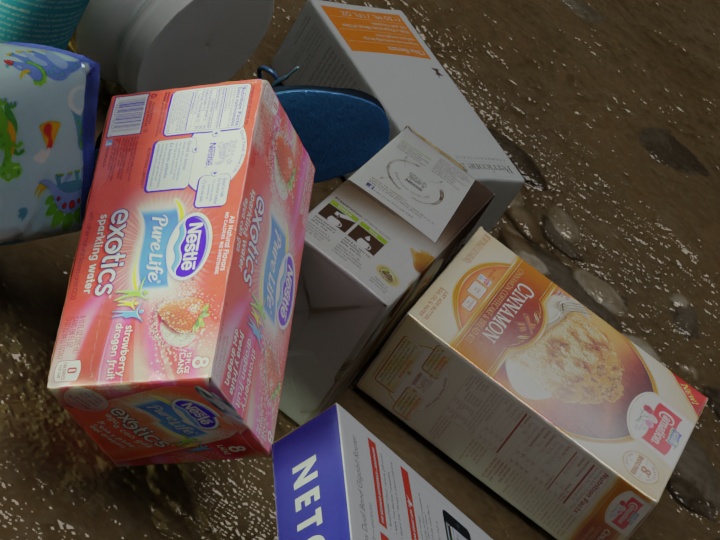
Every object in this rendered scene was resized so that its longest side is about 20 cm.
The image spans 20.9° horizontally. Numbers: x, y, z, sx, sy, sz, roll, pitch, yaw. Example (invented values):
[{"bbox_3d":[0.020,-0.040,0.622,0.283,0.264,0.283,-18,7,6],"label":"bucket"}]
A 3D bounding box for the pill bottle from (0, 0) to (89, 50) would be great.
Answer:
[{"bbox_3d":[-0.225,-0.187,1.237,0.110,0.200,0.111,23,34,-17],"label":"pill bottle"}]

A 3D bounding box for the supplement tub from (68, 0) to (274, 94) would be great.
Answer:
[{"bbox_3d":[-0.169,-0.224,1.388,0.200,0.145,0.144,48,35,21],"label":"supplement tub"}]

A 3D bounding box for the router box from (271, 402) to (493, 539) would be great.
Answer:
[{"bbox_3d":[0.031,0.196,1.041,0.179,0.049,0.201,43,24,-32],"label":"router box"}]

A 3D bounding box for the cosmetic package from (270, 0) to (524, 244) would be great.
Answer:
[{"bbox_3d":[0.026,-0.113,1.486,0.101,0.071,0.200,0,46,-42],"label":"cosmetic package"}]

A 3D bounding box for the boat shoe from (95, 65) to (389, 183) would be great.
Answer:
[{"bbox_3d":[-0.082,-0.101,1.318,0.199,0.085,0.069,-2,25,-13],"label":"boat shoe"}]

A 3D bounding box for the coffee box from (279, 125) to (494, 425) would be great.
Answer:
[{"bbox_3d":[0.000,0.000,1.273,0.080,0.115,0.200,37,33,5],"label":"coffee box"}]

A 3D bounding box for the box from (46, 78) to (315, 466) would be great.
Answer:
[{"bbox_3d":[-0.096,0.001,1.109,0.095,0.102,0.201,59,32,-51],"label":"box"}]

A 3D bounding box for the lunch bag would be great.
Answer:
[{"bbox_3d":[-0.276,-0.074,1.120,0.199,0.128,0.170,18,21,34],"label":"lunch bag"}]

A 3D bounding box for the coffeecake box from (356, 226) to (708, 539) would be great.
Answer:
[{"bbox_3d":[0.119,0.082,1.309,0.200,0.073,0.154,37,31,4],"label":"coffeecake box"}]
